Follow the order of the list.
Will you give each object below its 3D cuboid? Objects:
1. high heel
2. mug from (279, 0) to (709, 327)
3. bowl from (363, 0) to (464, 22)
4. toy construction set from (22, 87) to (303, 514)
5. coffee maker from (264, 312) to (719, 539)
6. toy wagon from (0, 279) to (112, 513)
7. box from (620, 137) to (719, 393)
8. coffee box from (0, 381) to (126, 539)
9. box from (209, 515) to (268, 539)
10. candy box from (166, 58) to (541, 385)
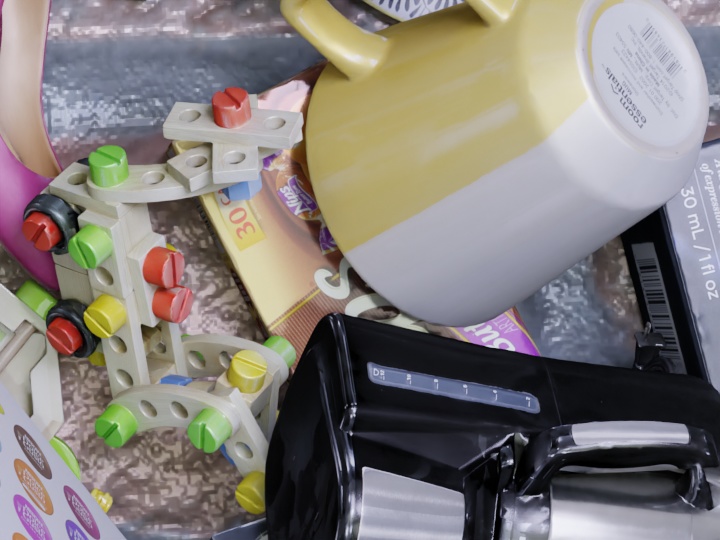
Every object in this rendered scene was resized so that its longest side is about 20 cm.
[{"bbox_3d":[-0.159,-0.095,1.236,0.096,0.067,0.201,-25,89,16],"label":"high heel"},{"bbox_3d":[0.064,-0.069,1.171,0.186,0.153,0.150,11,66,-38],"label":"mug"},{"bbox_3d":[0.048,-0.217,1.232,0.200,0.201,0.094,38,57,-4],"label":"bowl"},{"bbox_3d":[-0.085,0.008,1.198,0.131,0.092,0.201,18,119,29],"label":"toy construction set"},{"bbox_3d":[0.060,0.096,1.165,0.199,0.192,0.136,11,106,-15],"label":"coffee maker"},{"bbox_3d":[-0.208,0.066,1.254,0.200,0.040,0.155,40,86,-5],"label":"toy wagon"},{"bbox_3d":[0.241,-0.006,1.270,0.199,0.107,0.149,-16,90,-7],"label":"box"},{"bbox_3d":[-0.215,0.173,1.133,0.199,0.198,0.200,-33,113,7],"label":"coffee box"},{"bbox_3d":[0.041,0.171,1.205,0.199,0.046,0.160,-18,68,-28],"label":"box"},{"bbox_3d":[0.000,0.000,1.269,0.116,0.056,0.201,-27,91,-6],"label":"candy box"}]
